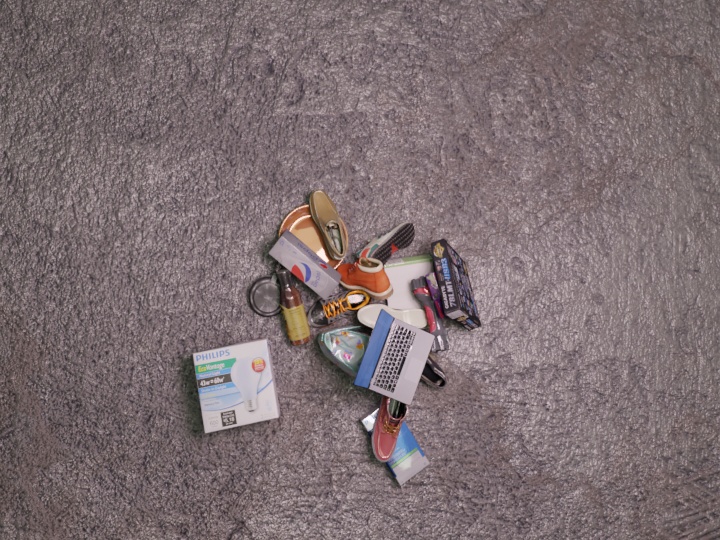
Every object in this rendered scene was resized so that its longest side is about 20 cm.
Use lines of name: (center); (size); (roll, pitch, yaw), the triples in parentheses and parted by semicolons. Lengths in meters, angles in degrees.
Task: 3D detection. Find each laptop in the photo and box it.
laptop: (0.087, 0.217, 1.504); (0.196, 0.116, 0.191); (24, 83, -13)

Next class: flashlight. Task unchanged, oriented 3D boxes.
flashlight: (0.184, 0.119, 1.647); (0.067, 0.067, 0.205); (-2, 76, -31)

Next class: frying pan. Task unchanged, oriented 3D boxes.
frying pan: (-0.228, 0.044, 1.669); (0.115, 0.031, 0.191); (41, 94, -9)

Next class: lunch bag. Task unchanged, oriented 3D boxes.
lunch bag: (-0.020, 0.211, 1.625); (0.197, 0.170, 0.124); (28, 82, -7)

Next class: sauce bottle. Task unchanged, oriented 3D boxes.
sauce bottle: (-0.183, 0.097, 1.645); (0.064, 0.066, 0.205); (-15, 101, -9)

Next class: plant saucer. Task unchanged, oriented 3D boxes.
plant saucer: (-0.132, -0.082, 1.709); (0.195, 0.037, 0.206); (1, 83, -8)

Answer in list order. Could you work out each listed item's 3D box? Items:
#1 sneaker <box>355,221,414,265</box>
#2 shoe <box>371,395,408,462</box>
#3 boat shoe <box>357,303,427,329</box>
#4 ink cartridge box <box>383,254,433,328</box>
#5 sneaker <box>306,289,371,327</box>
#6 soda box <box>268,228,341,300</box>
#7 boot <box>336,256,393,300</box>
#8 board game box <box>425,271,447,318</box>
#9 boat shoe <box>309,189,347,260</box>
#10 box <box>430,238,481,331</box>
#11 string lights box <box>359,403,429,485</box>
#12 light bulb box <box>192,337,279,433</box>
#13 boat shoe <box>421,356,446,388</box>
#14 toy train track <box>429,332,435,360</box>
sneaker: (0.068, -0.082, 1.720); (0.199, 0.092, 0.072); (-40, 129, -32)
shoe: (0.076, 0.400, 1.600); (0.070, 0.091, 0.205); (12, 81, -6)
boat shoe: (0.083, 0.136, 1.677); (0.196, 0.060, 0.074); (4, 71, -13)
ink cartridge box: (0.138, 0.067, 1.729); (0.142, 0.048, 0.205); (-8, 108, -9)
sneaker: (-0.057, 0.096, 1.681); (0.196, 0.077, 0.080); (-25, 90, -8)
soda box: (-0.145, -0.016, 1.631); (0.199, 0.068, 0.064); (40, 109, -9)
boot: (0.000, 0.000, 1.643); (0.075, 0.197, 0.109); (-44, 130, -29)
board game box: (0.231, 0.058, 1.672); (0.032, 0.199, 0.123); (-16, 88, 21)
boat shoe: (-0.082, -0.130, 1.664); (0.070, 0.076, 0.204); (-24, 87, -10)
box: (0.257, 0.042, 1.648); (0.049, 0.198, 0.205); (-18, 65, 19)
string lights box: (0.092, 0.464, 1.671); (0.102, 0.059, 0.203); (-31, 89, -10)
light bulb box: (-0.320, 0.294, 1.598); (0.193, 0.125, 0.205); (-10, 86, -9)
boat shoe: (0.165, 0.252, 1.674); (0.199, 0.063, 0.073); (42, 90, -21)
toy train track: (0.134, 0.243, 1.715); (0.199, 0.033, 0.115); (-42, 111, -4)
